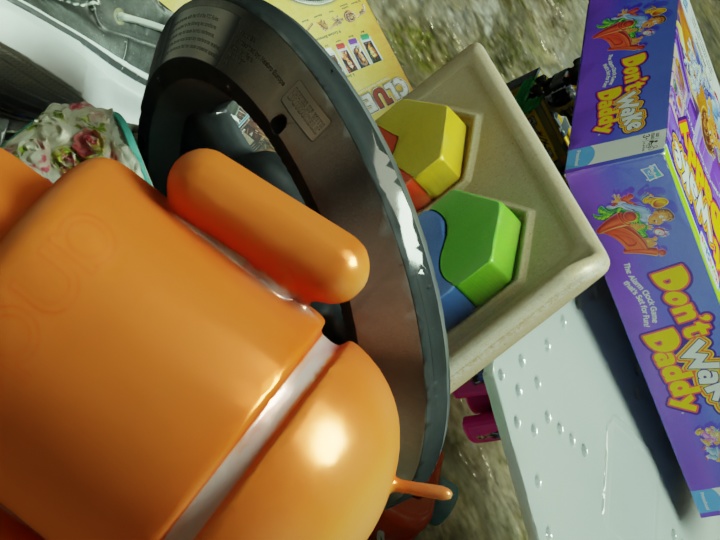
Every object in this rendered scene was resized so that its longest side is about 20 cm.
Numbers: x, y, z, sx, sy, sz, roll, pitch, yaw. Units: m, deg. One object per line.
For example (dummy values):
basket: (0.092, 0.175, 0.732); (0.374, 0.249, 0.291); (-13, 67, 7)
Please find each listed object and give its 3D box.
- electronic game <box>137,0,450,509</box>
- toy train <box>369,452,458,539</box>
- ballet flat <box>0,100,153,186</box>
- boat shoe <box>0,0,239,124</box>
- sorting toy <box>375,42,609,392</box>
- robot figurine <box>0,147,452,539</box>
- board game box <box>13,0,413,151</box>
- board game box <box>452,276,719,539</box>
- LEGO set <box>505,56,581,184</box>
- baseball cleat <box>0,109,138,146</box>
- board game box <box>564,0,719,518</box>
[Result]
electronic game: (-0.026, -0.006, 0.959); (0.042, 0.200, 0.200); (-21, 83, -24)
toy train: (0.067, 0.142, 1.210); (0.200, 0.056, 0.150); (35, 35, -9)
ballet flat: (-0.085, 0.034, 0.952); (0.064, 0.076, 0.200); (-21, 79, -30)
boat shoe: (-0.116, -0.098, 1.068); (0.200, 0.072, 0.071); (24, 75, -58)
sorting toy: (0.000, 0.000, 1.094); (0.036, 0.185, 0.200); (45, 12, -32)
robot figurine: (-0.072, 0.043, 0.863); (0.200, 0.117, 0.144); (37, 65, 0)
board game box: (-0.074, -0.097, 1.203); (0.200, 0.035, 0.136); (-25, 87, -43)
board game box: (0.108, 0.099, 1.140); (0.200, 0.026, 0.200); (-37, 115, -59)
LEGO set: (0.044, -0.006, 1.246); (0.116, 0.200, 0.154); (62, 8, -10)
baseball cleat: (-0.149, -0.049, 1.020); (0.200, 0.106, 0.070); (13, 73, -53)
board game box: (0.148, -0.009, 1.161); (0.135, 0.045, 0.200); (-77, 149, -50)
